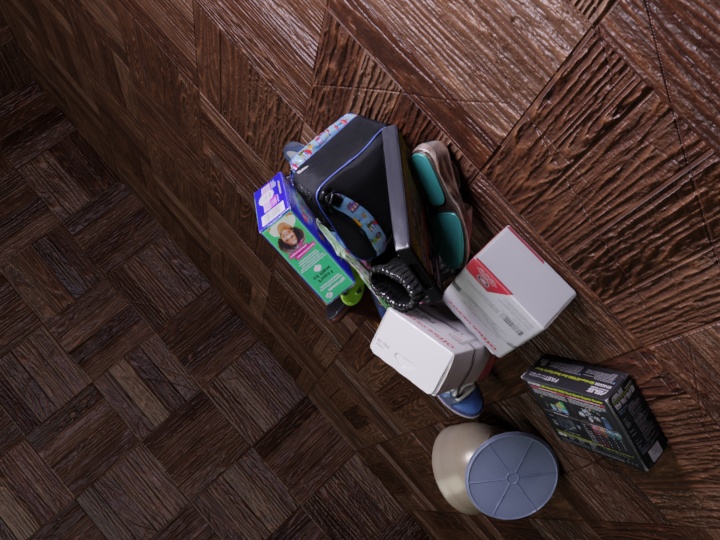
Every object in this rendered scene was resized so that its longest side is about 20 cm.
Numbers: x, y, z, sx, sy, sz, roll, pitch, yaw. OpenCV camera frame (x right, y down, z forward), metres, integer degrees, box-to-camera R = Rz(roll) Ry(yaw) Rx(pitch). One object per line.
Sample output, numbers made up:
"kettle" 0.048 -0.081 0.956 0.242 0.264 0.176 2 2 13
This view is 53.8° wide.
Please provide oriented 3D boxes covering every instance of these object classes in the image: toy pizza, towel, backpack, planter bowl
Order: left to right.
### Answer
"towel" 0.000 0.000 1.291 0.200 0.023 0.153 47 -177 -32
"backpack" 0.001 -0.128 1.161 0.134 0.183 0.201 35 165 44
"planter bowl" 0.277 0.428 1.578 0.201 0.200 0.134 51 134 -5
"toy pizza" 0.313 0.424 1.475 0.201 0.199 0.032 54 -174 -13

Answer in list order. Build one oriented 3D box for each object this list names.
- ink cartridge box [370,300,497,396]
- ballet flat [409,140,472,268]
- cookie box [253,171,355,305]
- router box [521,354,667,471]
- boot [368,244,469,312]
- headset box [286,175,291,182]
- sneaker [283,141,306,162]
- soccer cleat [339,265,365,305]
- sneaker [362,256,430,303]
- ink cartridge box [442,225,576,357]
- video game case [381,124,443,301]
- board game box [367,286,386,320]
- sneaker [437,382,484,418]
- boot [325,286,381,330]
"ink cartridge box" 0.134 0.127 1.213 0.146 0.083 0.199 34 -161 28
"ballet flat" 0.134 -0.101 1.061 0.068 0.067 0.202 6 124 43
"cookie box" -0.105 -0.061 1.322 0.200 0.075 0.172 48 -169 -30
"router box" 0.373 0.224 1.146 0.151 0.062 0.199 56 160 -18
"boot" 0.066 -0.006 1.222 0.210 0.157 0.080 8 124 51
"headset box" -0.125 -0.114 1.602 0.201 0.075 0.148 55 159 -14
"sneaker" -0.102 -0.184 1.411 0.200 0.082 0.070 39 159 30
"soccer cleat" -0.024 -0.023 1.473 0.081 0.067 0.202 82 -179 -76
"sneaker" 0.077 -0.017 1.371 0.200 0.079 0.096 42 138 19
"ink cartridge box" 0.223 0.040 1.107 0.144 0.084 0.200 46 160 8
"video game case" 0.078 -0.080 1.041 0.181 0.025 0.202 50 -149 -58
"board game box" 0.068 0.100 1.471 0.135 0.034 0.202 -42 -71 -83
"sneaker" 0.181 0.198 1.372 0.201 0.080 0.147 54 167 7
"boot" 0.024 0.114 1.543 0.068 0.189 0.201 -23 107 34
